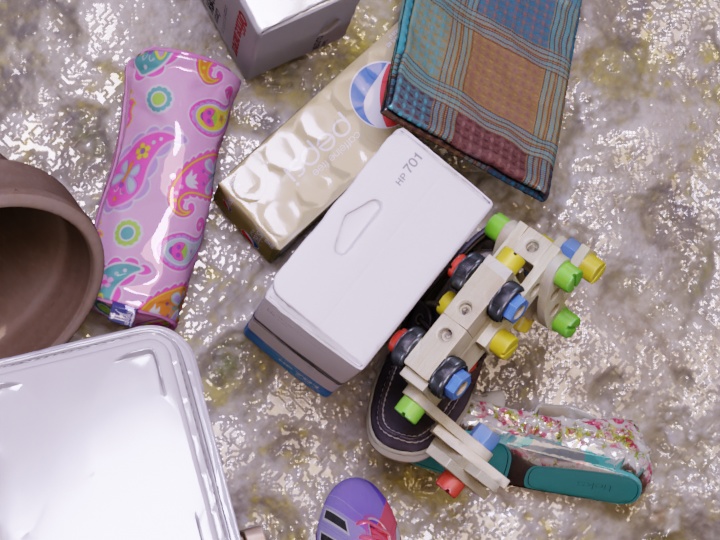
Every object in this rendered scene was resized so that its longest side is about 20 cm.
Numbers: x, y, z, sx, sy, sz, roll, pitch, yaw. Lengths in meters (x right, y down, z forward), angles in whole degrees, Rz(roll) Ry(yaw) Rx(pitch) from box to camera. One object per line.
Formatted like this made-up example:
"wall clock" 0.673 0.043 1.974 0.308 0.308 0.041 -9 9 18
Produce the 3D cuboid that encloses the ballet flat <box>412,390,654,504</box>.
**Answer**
"ballet flat" 0.115 0.122 1.404 0.199 0.076 0.064 13 49 -6

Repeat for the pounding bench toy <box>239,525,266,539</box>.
"pounding bench toy" -0.123 0.215 1.319 0.155 0.124 0.201 -15 84 -10

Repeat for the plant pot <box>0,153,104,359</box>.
"plant pot" -0.299 -0.027 1.296 0.200 0.200 0.175 -34 58 -11

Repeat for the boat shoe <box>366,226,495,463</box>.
"boat shoe" 0.060 0.045 1.366 0.072 0.065 0.200 23 54 15

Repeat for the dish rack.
"dish rack" -0.172 0.135 1.251 0.171 0.044 0.201 -13 72 -11

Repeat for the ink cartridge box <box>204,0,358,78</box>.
"ink cartridge box" -0.086 -0.251 1.371 0.084 0.144 0.200 -28 87 -10

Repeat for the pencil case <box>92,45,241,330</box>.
"pencil case" -0.147 -0.056 1.373 0.087 0.087 0.201 15 82 -6

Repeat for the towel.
"towel" 0.091 -0.161 1.399 0.146 0.022 0.201 26 53 -20

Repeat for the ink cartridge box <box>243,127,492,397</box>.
"ink cartridge box" 0.000 0.000 1.328 0.086 0.200 0.147 40 79 -1

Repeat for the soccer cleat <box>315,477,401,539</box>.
"soccer cleat" 0.005 0.223 1.329 0.066 0.077 0.201 15 50 -15

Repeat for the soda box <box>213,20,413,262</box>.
"soda box" -0.013 -0.098 1.410 0.200 0.064 0.068 -43 90 -12

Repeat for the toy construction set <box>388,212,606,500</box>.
"toy construction set" 0.085 0.050 1.290 0.092 0.131 0.201 21 79 20
